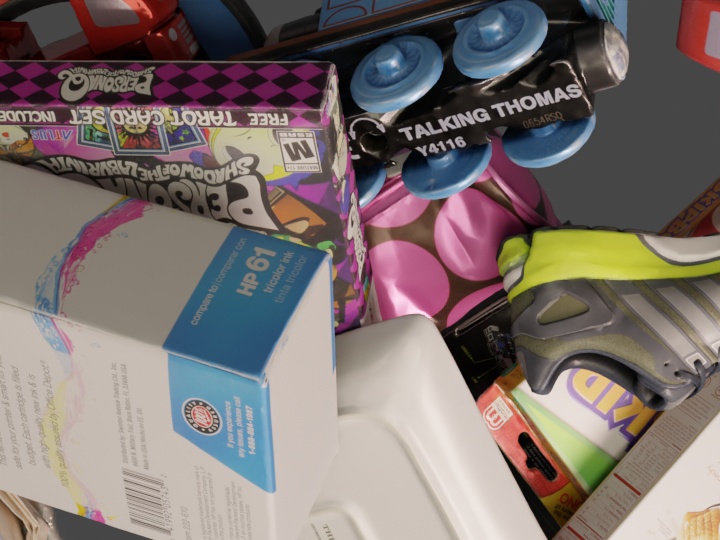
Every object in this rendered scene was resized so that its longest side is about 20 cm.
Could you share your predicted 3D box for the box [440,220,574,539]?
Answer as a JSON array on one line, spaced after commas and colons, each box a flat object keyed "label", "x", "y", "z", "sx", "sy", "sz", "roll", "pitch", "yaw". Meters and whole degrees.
[{"label": "box", "x": 0.089, "y": 0.104, "z": 1.277, "sx": 0.193, "sy": 0.048, "sz": 0.200, "roll": -35, "pitch": 111, "yaw": 13}]

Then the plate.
[{"label": "plate", "x": -0.012, "y": 0.131, "z": 1.170, "sx": 0.199, "sy": 0.032, "sz": 0.200, "roll": -16, "pitch": 115, "yaw": 29}]

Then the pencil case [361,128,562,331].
[{"label": "pencil case", "x": 0.000, "y": 0.000, "z": 1.203, "sx": 0.200, "sy": 0.091, "sz": 0.094, "roll": -38, "pitch": 146, "yaw": 14}]

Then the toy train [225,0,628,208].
[{"label": "toy train", "x": 0.032, "y": -0.096, "z": 1.117, "sx": 0.199, "sy": 0.115, "sz": 0.087, "roll": -14, "pitch": 132, "yaw": 23}]

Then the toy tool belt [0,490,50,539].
[{"label": "toy tool belt", "x": -0.260, "y": 0.130, "z": 1.242, "sx": 0.200, "sy": 0.123, "sz": 0.125, "roll": 35, "pitch": 111, "yaw": -16}]

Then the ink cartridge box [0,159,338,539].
[{"label": "ink cartridge box", "x": -0.116, "y": 0.039, "z": 1.065, "sx": 0.199, "sy": 0.085, "sz": 0.145, "roll": 15, "pitch": 140, "yaw": 14}]

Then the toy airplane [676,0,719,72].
[{"label": "toy airplane", "x": 0.275, "y": -0.100, "z": 1.124, "sx": 0.199, "sy": 0.141, "sz": 0.200, "roll": -35, "pitch": 111, "yaw": 15}]

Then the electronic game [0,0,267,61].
[{"label": "electronic game", "x": -0.136, "y": -0.077, "z": 1.187, "sx": 0.198, "sy": 0.042, "sz": 0.201, "roll": 0, "pitch": 117, "yaw": 0}]

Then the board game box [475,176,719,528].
[{"label": "board game box", "x": 0.157, "y": 0.039, "z": 1.214, "sx": 0.200, "sy": 0.030, "sz": 0.096, "roll": -41, "pitch": 112, "yaw": -6}]

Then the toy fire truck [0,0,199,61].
[{"label": "toy fire truck", "x": -0.191, "y": -0.123, "z": 1.125, "sx": 0.199, "sy": 0.049, "sz": 0.142, "roll": -21, "pitch": 108, "yaw": 15}]

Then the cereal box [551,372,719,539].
[{"label": "cereal box", "x": 0.197, "y": 0.122, "z": 1.221, "sx": 0.200, "sy": 0.040, "sz": 0.144, "roll": -49, "pitch": 124, "yaw": -3}]

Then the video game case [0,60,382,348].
[{"label": "video game case", "x": -0.098, "y": -0.023, "z": 1.109, "sx": 0.199, "sy": 0.036, "sz": 0.182, "roll": 2, "pitch": 139, "yaw": 11}]

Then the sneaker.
[{"label": "sneaker", "x": 0.164, "y": 0.026, "z": 1.141, "sx": 0.198, "sy": 0.074, "sz": 0.082, "roll": 0, "pitch": 75, "yaw": 5}]
